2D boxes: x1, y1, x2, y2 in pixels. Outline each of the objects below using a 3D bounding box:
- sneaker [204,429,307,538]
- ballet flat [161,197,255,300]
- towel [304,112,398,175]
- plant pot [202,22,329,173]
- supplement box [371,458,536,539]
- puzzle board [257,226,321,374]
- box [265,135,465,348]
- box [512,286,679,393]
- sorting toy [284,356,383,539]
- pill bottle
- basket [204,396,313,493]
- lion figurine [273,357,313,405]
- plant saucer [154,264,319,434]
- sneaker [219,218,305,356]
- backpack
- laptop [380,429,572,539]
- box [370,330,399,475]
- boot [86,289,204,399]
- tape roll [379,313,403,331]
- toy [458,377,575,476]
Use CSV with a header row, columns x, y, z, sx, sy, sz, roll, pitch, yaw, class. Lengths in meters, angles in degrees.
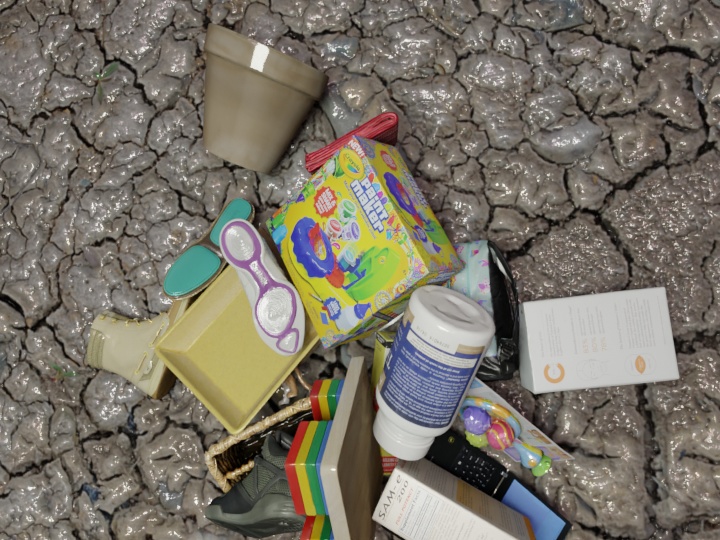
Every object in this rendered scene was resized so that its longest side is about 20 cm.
x,y,z,sx,sy,sz,roll,pitch,yaw,class
-0.130,0.288,0.730,0.076,0.116,0.197,37,133,-26,sneaker
-0.234,-0.026,0.869,0.070,0.066,0.201,36,69,6,ballet flat
-0.009,-0.175,0.808,0.142,0.200,0.023,-27,91,3,towel
-0.169,-0.259,0.857,0.196,0.200,0.177,25,104,9,plant pot
0.123,0.325,0.712,0.196,0.126,0.075,27,89,14,supplement box
-0.140,0.056,0.873,0.151,0.017,0.201,-46,77,18,puzzle board
0.003,-0.036,0.752,0.191,0.121,0.203,-38,73,29,box
0.331,0.100,0.790,0.194,0.097,0.128,-6,83,5,box
-0.027,0.247,0.665,0.067,0.201,0.204,-4,113,11,sorting toy
0.083,0.132,0.685,0.109,0.111,0.205,23,113,9,pill bottle
-0.102,0.277,0.799,0.196,0.149,0.146,-26,81,3,basket
-0.166,0.155,0.851,0.194,0.073,0.126,-15,70,8,lion figurine
-0.173,0.106,0.810,0.198,0.049,0.201,35,73,23,plant saucer
-0.128,0.022,0.779,0.073,0.100,0.204,-25,85,1,sneaker
0.163,0.057,0.790,0.123,0.167,0.206,-7,77,11,backpack
0.159,0.362,0.778,0.198,0.103,0.180,34,88,-5,laptop
0.051,0.195,0.804,0.073,0.050,0.206,5,100,-16,box
-0.351,0.085,0.890,0.152,0.073,0.205,21,90,10,boot
0.000,0.000,0.872,0.196,0.037,0.210,-1,83,7,tape roll
0.185,0.225,0.752,0.198,0.115,0.048,37,58,-15,toy
